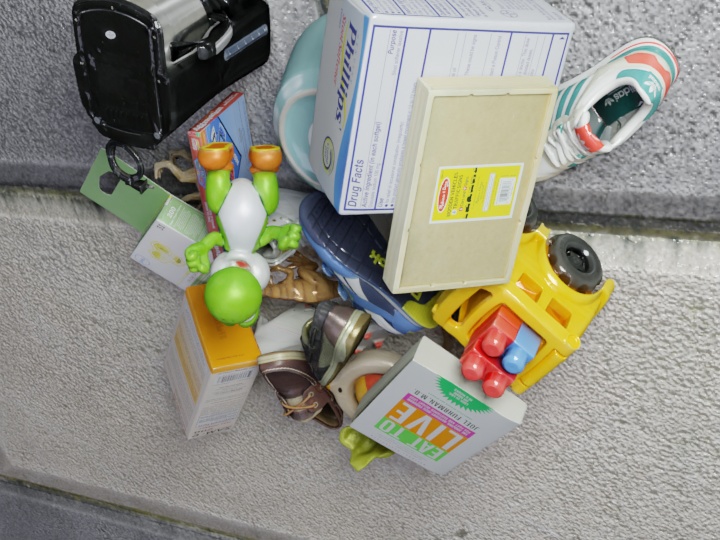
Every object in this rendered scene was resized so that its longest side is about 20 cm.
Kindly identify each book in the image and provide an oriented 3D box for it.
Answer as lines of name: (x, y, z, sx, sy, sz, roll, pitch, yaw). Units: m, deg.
book: (0.083, 0.156, 1.063, 0.133, 0.048, 0.200, 32, 146, -2)

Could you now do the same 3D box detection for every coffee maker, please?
coffee maker: (-0.194, -0.221, 0.989, 0.134, 0.200, 0.193, 35, 131, 6)

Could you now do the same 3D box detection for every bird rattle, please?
bird rattle: (0.042, 0.167, 1.187, 0.199, 0.113, 0.163, -21, 121, 41)

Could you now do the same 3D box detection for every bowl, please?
bowl: (-0.013, -0.158, 0.996, 0.198, 0.105, 0.203, 16, 129, 20)

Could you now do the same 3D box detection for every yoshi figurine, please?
yoshi figurine: (-0.128, -0.029, 1.008, 0.111, 0.111, 0.203, 14, 109, 36)

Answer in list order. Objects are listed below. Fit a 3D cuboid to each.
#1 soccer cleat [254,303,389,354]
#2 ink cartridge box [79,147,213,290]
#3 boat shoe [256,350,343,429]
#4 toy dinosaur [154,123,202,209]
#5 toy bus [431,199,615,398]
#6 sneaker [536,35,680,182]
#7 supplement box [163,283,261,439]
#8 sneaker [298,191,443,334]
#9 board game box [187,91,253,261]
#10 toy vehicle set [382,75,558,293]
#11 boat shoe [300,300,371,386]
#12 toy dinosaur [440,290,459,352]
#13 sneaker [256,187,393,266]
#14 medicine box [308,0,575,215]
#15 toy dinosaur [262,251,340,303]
soccer cleat: (-0.054, 0.073, 1.222, 0.197, 0.079, 0.069, -13, 153, 22)
ink cartridge box: (-0.265, -0.056, 1.210, 0.198, 0.048, 0.145, 31, 150, -15)
boat shoe: (-0.069, 0.158, 1.220, 0.071, 0.073, 0.200, -11, 154, 17)
toy dinosaur: (-0.195, -0.124, 1.168, 0.100, 0.059, 0.201, 7, 140, 15)
toy bus: (0.139, 0.030, 0.987, 0.200, 0.192, 0.136, 41, 135, -1)
sneaker: (0.203, -0.135, 0.891, 0.070, 0.094, 0.199, 47, 133, -9)
supplement box: (-0.201, 0.122, 1.284, 0.127, 0.073, 0.201, 66, 149, 27)
sneaker: (0.000, 0.000, 1.047, 0.200, 0.074, 0.082, 45, 146, -11)
board game box: (-0.153, -0.095, 1.126, 0.019, 0.103, 0.202, 9, 127, 20)
toy vehicle set: (0.095, -0.073, 0.852, 0.122, 0.027, 0.202, -4, 125, -20)
boat shoe: (-0.035, 0.077, 1.091, 0.066, 0.072, 0.201, 35, 160, 3)
toy dinosaur: (0.105, 0.055, 1.131, 0.106, 0.060, 0.202, 25, 143, 42)
sneaker: (-0.056, -0.042, 1.099, 0.197, 0.116, 0.075, 3, 121, 27)
medicine box: (0.068, -0.157, 0.865, 0.197, 0.103, 0.184, -3, 124, -20)
toy dinosaur: (-0.049, 0.022, 1.159, 0.197, 0.106, 0.061, -1, 113, -20)
